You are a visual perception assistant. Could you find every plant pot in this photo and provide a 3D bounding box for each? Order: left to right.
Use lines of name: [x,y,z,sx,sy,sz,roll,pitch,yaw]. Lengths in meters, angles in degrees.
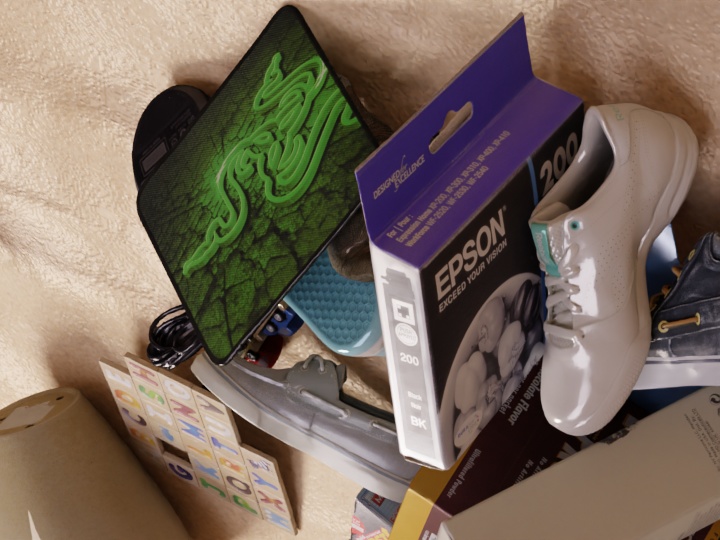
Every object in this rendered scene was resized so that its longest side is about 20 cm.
plant pot: [-0.252,0.211,1.967,0.187,0.187,0.201,-3,114,44]

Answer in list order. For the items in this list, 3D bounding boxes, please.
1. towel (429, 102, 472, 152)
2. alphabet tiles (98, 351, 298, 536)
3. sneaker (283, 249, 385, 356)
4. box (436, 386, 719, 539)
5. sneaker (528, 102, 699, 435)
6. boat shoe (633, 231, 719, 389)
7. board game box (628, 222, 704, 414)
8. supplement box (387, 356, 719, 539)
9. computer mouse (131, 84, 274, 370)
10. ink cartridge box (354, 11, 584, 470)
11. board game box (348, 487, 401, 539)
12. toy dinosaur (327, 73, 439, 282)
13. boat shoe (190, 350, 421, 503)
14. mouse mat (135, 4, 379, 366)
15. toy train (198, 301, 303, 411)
towel: [0.059,-0.010,1.413,0.034,0.133,0.200,22,136,26]
alphabet tiles: [-0.135,0.140,1.875,0.167,0.008,0.200,24,154,22]
sneaker: [0.000,0.000,1.579,0.080,0.130,0.200,-56,45,20]
box: [0.148,0.149,1.394,0.069,0.200,0.082,61,166,19]
sneaker: [0.130,-0.003,1.340,0.088,0.201,0.075,11,-175,-41]
boat shoe: [0.205,0.023,1.366,0.200,0.071,0.091,-5,90,52]
board game box: [0.157,0.002,1.470,0.158,0.039,0.201,12,130,40]
supplement box: [0.140,0.172,1.534,0.200,0.133,0.197,32,161,7]
computer mouse: [-0.107,-0.038,1.583,0.053,0.201,0.138,15,139,-43]
ink cartridge box: [0.074,-0.020,1.334,0.043,0.198,0.201,13,129,30]
board game box: [0.052,0.243,1.803,0.200,0.062,0.200,48,144,-9]
toy dinosaur: [0.014,-0.037,1.478,0.102,0.201,0.077,-20,144,26]
boat shoe: [-0.029,0.101,1.714,0.200,0.072,0.070,30,-174,-1]
mouse mat: [-0.071,-0.056,1.499,0.200,0.008,0.161,-49,53,27]
toy train: [-0.084,0.060,1.753,0.046,0.034,0.200,35,145,1]
